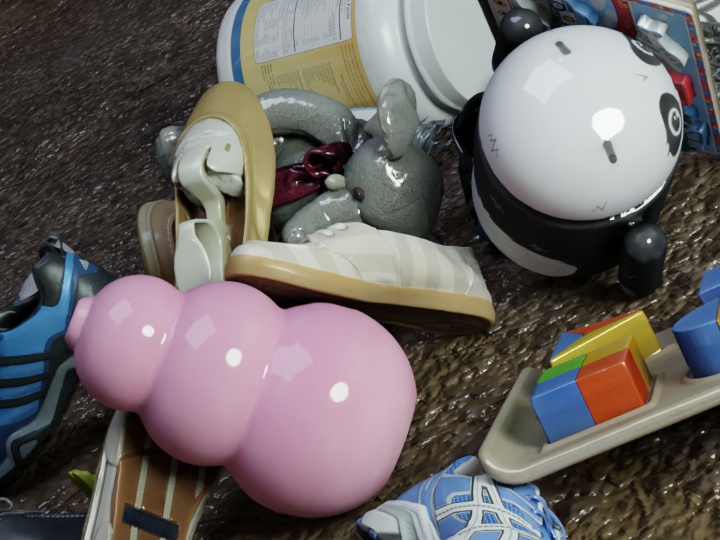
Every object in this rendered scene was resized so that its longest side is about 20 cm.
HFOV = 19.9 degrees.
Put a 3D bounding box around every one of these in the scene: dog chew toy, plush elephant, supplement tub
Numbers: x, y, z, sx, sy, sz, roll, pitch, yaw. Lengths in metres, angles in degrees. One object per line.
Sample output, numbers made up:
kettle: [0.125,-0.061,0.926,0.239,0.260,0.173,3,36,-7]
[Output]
dog chew toy: [-0.071,0.062,1.177,0.125,0.199,0.125,-159,90,-83]
plush elephant: [-0.010,-0.046,1.354,0.199,0.165,0.155,-24,13,-11]
supplement tub: [0.003,-0.170,1.609,0.199,0.145,0.145,-10,30,34]

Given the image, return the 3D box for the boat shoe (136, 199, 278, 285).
boat shoe: [-0.108,-0.021,1.466,0.064,0.072,0.200,-10,3,12]

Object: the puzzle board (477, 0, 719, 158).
puzzle board: [0.148,-0.131,1.285,0.150,0.200,0.017,18,73,22]

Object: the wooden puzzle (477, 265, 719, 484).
wooden puzzle: [0.165,0.041,1.088,0.199,0.046,0.185,-19,7,16]

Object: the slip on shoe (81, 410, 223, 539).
slip on shoe: [-0.128,0.144,1.202,0.061,0.076,0.201,-38,36,43]

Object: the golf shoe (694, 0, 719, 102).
golf shoe: [0.237,-0.153,1.420,0.199,0.078,0.094,-19,20,-8]

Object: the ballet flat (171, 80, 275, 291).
ballet flat: [-0.089,-0.036,1.282,0.068,0.063,0.201,-15,66,25]

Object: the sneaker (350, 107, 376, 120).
sneaker: [-0.057,-0.070,1.564,0.200,0.077,0.081,-11,31,37]

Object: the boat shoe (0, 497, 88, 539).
boat shoe: [-0.229,0.179,1.280,0.199,0.062,0.075,-15,26,24]

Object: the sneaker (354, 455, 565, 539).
sneaker: [0.070,0.140,1.021,0.077,0.076,0.200,-40,28,-14]

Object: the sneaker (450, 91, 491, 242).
sneaker: [0.110,-0.099,1.433,0.071,0.083,0.200,-16,27,25]

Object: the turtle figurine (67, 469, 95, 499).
turtle figurine: [-0.113,0.090,1.328,0.200,0.064,0.161,16,57,46]

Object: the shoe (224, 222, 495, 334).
shoe: [0.000,0.000,1.247,0.070,0.200,0.054,-13,71,47]

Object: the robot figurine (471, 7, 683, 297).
robot figurine: [0.131,-0.069,1.244,0.150,0.200,0.125,23,74,9]

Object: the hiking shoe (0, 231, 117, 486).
hiking shoe: [-0.234,0.067,1.412,0.200,0.087,0.074,-51,14,13]

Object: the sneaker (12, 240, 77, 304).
sneaker: [-0.212,0.043,1.530,0.080,0.076,0.200,-44,22,-6]
